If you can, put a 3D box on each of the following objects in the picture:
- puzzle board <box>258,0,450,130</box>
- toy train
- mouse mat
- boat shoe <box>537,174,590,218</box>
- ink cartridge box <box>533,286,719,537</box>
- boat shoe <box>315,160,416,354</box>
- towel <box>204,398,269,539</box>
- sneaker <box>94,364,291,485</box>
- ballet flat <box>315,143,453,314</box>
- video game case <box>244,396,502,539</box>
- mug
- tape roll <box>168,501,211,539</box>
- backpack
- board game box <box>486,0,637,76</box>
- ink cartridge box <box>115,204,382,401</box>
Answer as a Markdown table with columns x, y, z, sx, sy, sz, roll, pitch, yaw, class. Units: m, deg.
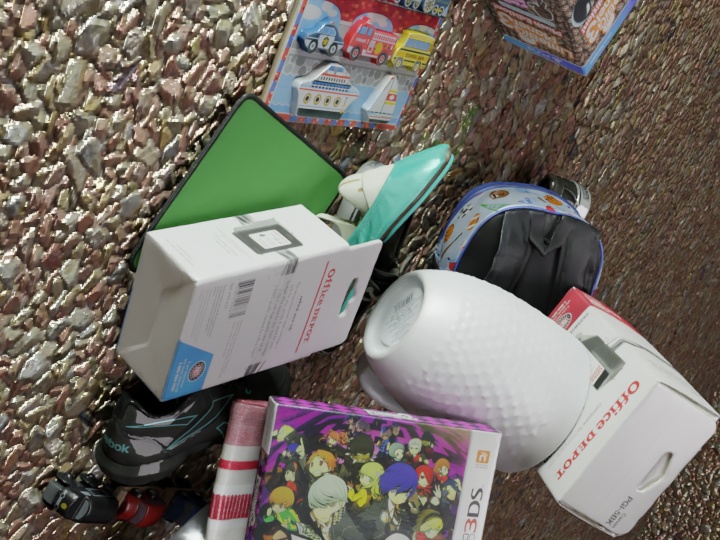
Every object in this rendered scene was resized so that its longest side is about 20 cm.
| x | y | z | sx | sy | sz | roll | pitch | yaw | class |
| --- | --- | --- | --- | --- | --- | --- | --- | --- | --- |
| 0.005 | -0.188 | 0.904 | 0.200 | 0.017 | 0.151 | -6 | 122 | -55 | puzzle board |
| -0.191 | 0.197 | 0.939 | 0.034 | 0.046 | 0.200 | -60 | 152 | 3 | toy train |
| -0.092 | -0.043 | 0.893 | 0.161 | 0.008 | 0.200 | -55 | 154 | 0 | mouse mat |
| 0.188 | -0.026 | 1.295 | 0.064 | 0.071 | 0.200 | 18 | 114 | -29 | boat shoe |
| 0.221 | 0.127 | 1.038 | 0.083 | 0.200 | 0.147 | 32 | 102 | -23 | ink cartridge box |
| 0.000 | 0.000 | 1.029 | 0.071 | 0.064 | 0.200 | -14 | 130 | -52 | boat shoe |
| -0.076 | 0.213 | 0.951 | 0.144 | 0.023 | 0.200 | 13 | 88 | -49 | towel |
| -0.129 | 0.109 | 0.922 | 0.200 | 0.075 | 0.079 | -25 | 136 | -46 | sneaker |
| -0.002 | -0.039 | 0.951 | 0.200 | 0.070 | 0.067 | -54 | -174 | 17 | ballet flat |
| 0.007 | 0.207 | 0.922 | 0.036 | 0.200 | 0.182 | -157 | -102 | -75 | video game case |
| 0.081 | 0.090 | 1.025 | 0.175 | 0.200 | 0.148 | 33 | 52 | -25 | mug |
| -0.148 | 0.294 | 1.030 | 0.200 | 0.066 | 0.200 | -45 | 164 | -17 | tape roll |
| 0.159 | 0.005 | 1.157 | 0.200 | 0.154 | 0.191 | 11 | 120 | -21 | backpack |
| 0.189 | -0.303 | 0.996 | 0.160 | 0.097 | 0.200 | -56 | 152 | -4 | board game box |
| -0.085 | 0.019 | 0.880 | 0.200 | 0.067 | 0.116 | -14 | 134 | -46 | ink cartridge box |
